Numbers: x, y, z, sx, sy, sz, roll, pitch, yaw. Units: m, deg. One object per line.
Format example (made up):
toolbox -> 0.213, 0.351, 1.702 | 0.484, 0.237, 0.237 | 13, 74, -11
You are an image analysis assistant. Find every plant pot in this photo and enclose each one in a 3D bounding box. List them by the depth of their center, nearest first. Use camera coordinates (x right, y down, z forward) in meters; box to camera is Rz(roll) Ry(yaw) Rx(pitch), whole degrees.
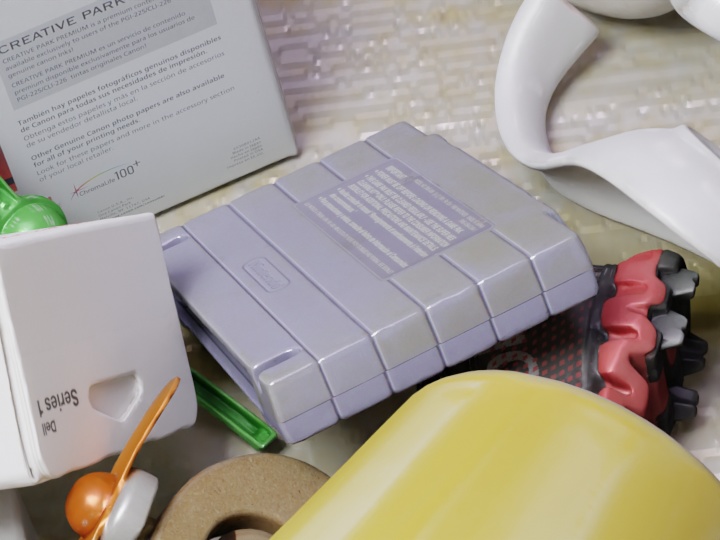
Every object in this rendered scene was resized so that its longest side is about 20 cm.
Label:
plant pot -> 0.028, 0.140, 0.855 | 0.200, 0.201, 0.189 | 16, 52, 25

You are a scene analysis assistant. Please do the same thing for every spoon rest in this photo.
spoon rest -> 0.106, -0.039, 1.126 | 0.061, 0.099, 0.200 | -49, 37, 11

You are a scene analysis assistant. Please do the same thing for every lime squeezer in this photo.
lime squeezer -> -0.115, 0.002, 1.126 | 0.038, 0.071, 0.200 | -43, 94, -3

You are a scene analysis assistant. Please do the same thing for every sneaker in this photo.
sneaker -> 0.062, 0.073, 1.038 | 0.098, 0.071, 0.201 | 4, 48, 16

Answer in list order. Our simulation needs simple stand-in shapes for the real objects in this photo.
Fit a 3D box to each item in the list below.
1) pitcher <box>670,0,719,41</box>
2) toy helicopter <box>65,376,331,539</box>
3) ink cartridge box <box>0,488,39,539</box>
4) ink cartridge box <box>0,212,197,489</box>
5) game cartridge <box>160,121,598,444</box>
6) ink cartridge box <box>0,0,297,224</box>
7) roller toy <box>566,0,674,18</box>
pitcher -> 0.223, -0.076, 1.050 | 0.171, 0.121, 0.200 | -19, 49, -33
toy helicopter -> -0.066, 0.120, 0.952 | 0.132, 0.079, 0.200 | 50, 45, 5
ink cartridge box -> -0.162, 0.184, 0.983 | 0.145, 0.083, 0.200 | -16, 48, -2
ink cartridge box -> -0.179, 0.039, 1.045 | 0.199, 0.084, 0.145 | -9, 3, 20
game cartridge -> 0.000, 0.000, 1.089 | 0.129, 0.038, 0.200 | -21, 20, -11
ink cartridge box -> -0.144, -0.092, 1.159 | 0.200, 0.176, 0.084 | -23, 48, -8
roller toy -> 0.103, -0.205, 1.192 | 0.140, 0.200, 0.182 | -41, 59, -21
